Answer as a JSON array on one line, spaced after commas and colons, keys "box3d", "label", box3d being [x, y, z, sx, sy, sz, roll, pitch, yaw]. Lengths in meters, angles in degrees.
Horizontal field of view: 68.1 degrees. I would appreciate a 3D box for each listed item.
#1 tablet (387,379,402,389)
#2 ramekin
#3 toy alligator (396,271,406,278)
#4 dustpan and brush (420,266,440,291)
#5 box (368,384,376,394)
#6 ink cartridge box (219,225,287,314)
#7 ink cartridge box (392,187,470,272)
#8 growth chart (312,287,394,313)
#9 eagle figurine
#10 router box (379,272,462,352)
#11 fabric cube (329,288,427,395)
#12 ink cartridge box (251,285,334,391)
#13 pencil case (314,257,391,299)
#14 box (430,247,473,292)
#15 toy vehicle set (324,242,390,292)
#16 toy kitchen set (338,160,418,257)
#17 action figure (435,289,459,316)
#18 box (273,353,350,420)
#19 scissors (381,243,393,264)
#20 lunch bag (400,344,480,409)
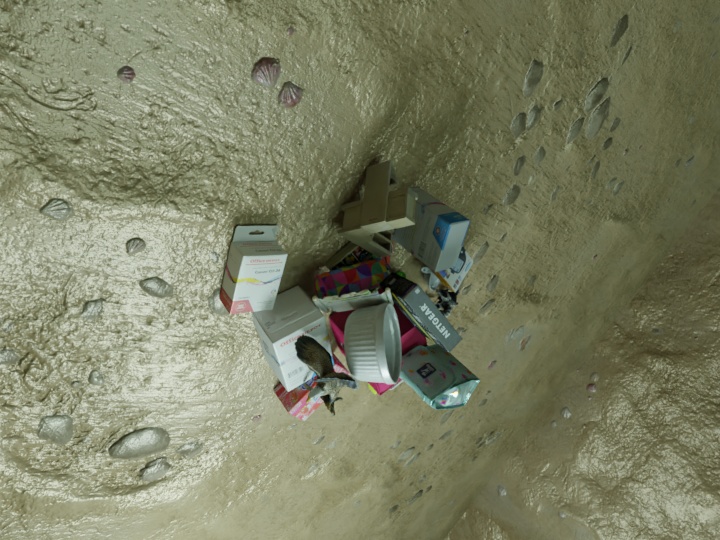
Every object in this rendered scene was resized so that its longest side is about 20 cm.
[{"box3d": [0.086, 0.273, 1.644, 0.130, 0.200, 0.014, -34, 129, -15], "label": "tablet"}, {"box3d": [0.031, 0.183, 1.327, 0.105, 0.200, 0.200, -5, 140, 15], "label": "ramekin"}, {"box3d": [0.122, 0.068, 1.625, 0.054, 0.059, 0.200, -68, 160, -45], "label": "toy alligator"}, {"box3d": [0.232, 0.001, 1.656, 0.200, 0.057, 0.140, 16, 111, -47], "label": "dustpan and brush"}, {"box3d": [0.077, 0.317, 1.792, 0.122, 0.048, 0.200, -29, 138, -21], "label": "box"}, {"box3d": [-0.244, -0.002, 1.231, 0.116, 0.067, 0.200, -5, 125, -38], "label": "ink cartridge box"}, {"box3d": [0.175, -0.112, 1.408, 0.085, 0.200, 0.145, -15, 132, -37], "label": "ink cartridge box"}, {"box3d": [-0.014, 0.075, 1.323, 0.199, 0.018, 0.145, -7, 159, 0], "label": "growth chart"}, {"box3d": [-0.081, 0.258, 1.279, 0.151, 0.151, 0.200, 6, 130, 5], "label": "eagle figurine"}, {"box3d": [0.151, 0.103, 1.354, 0.052, 0.157, 0.200, -44, 112, -7], "label": "router box"}, {"box3d": [0.057, 0.201, 1.561, 0.200, 0.199, 0.196, -33, 140, -16], "label": "fabric cube"}, {"box3d": [-0.174, 0.173, 1.377, 0.147, 0.145, 0.200, -26, 136, -21], "label": "ink cartridge box"}, {"box3d": [-0.019, 0.026, 1.390, 0.200, 0.088, 0.089, -16, 132, -22], "label": "pencil case"}, {"box3d": [0.285, -0.015, 1.643, 0.119, 0.041, 0.200, -58, 141, -7], "label": "box"}, {"box3d": [0.000, 0.000, 1.469, 0.124, 0.027, 0.200, -40, 139, 0], "label": "toy vehicle set"}, {"box3d": [0.080, -0.152, 1.326, 0.180, 0.200, 0.164, 28, 61, -46], "label": "toy kitchen set"}, {"box3d": [0.258, 0.113, 1.725, 0.102, 0.200, 0.119, 39, 131, -21], "label": "action figure"}, {"box3d": [-0.143, 0.329, 1.569, 0.200, 0.100, 0.095, -45, 140, -1], "label": "box"}, {"box3d": [0.080, -0.014, 1.547, 0.073, 0.014, 0.200, -37, 138, -13], "label": "scissors"}, {"box3d": [0.204, 0.297, 1.481, 0.200, 0.170, 0.122, 4, 120, -46], "label": "lunch bag"}]
